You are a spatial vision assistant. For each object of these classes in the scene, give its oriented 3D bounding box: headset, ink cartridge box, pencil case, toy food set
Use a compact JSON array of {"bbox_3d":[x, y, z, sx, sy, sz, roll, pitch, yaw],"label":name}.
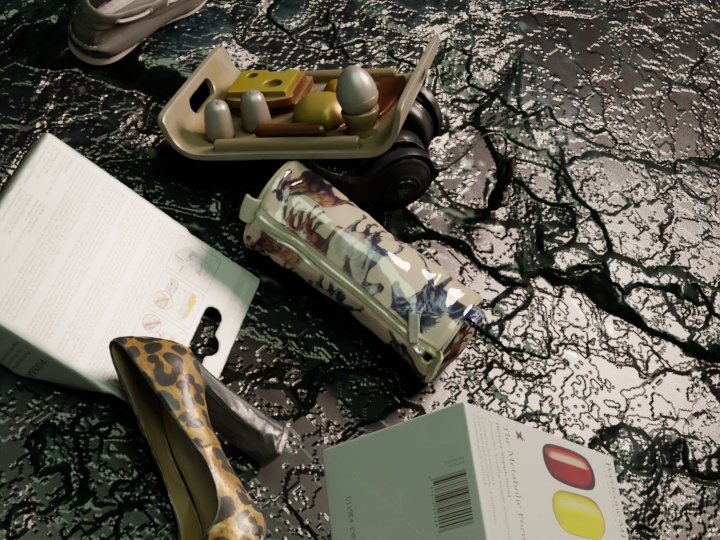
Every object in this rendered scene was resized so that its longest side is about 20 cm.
[{"bbox_3d":[0.033,-0.096,1.104,0.197,0.094,0.124,8,51,3],"label":"headset"},{"bbox_3d":[-0.189,0.018,0.951,0.199,0.057,0.164,38,48,-19],"label":"ink cartridge box"},{"bbox_3d":[0.000,0.000,0.999,0.199,0.078,0.089,37,16,6],"label":"pencil case"},{"bbox_3d":[-0.046,-0.148,1.039,0.198,0.061,0.144,1,33,16],"label":"toy food set"}]

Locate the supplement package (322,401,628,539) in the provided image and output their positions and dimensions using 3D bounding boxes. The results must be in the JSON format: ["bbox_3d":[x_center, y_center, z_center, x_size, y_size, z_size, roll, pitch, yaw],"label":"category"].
[{"bbox_3d":[0.082,0.168,0.826,0.199,0.109,0.115,24,51,-50],"label":"supplement package"}]

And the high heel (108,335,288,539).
[{"bbox_3d":[-0.128,0.135,0.842,0.142,0.071,0.201,36,34,-16],"label":"high heel"}]

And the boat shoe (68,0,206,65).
[{"bbox_3d":[-0.177,-0.249,1.124,0.067,0.057,0.200,34,51,5],"label":"boat shoe"}]
